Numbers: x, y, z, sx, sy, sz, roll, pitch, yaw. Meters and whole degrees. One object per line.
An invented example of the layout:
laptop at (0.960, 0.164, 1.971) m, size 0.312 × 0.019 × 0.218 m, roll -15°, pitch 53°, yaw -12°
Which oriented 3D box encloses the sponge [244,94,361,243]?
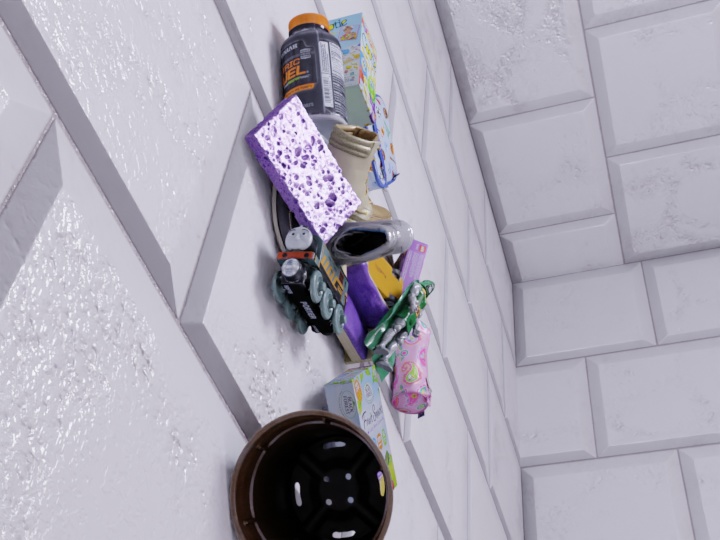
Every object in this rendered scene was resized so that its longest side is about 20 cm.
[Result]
sponge at (-0.084, -0.149, 1.472) m, size 0.112 × 0.030 × 0.201 m, roll -48°, pitch 116°, yaw -37°

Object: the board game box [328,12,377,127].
board game box at (-0.032, -0.369, 1.834) m, size 0.103 × 0.104 × 0.202 m, roll 63°, pitch 24°, yaw -49°

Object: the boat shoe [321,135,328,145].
boat shoe at (-0.069, -0.161, 1.624) m, size 0.200 × 0.073 × 0.066 m, roll 48°, pitch 49°, yaw -45°

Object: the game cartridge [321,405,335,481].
game cartridge at (-0.016, 0.287, 1.603) m, size 0.200 × 0.040 × 0.135 m, roll 44°, pitch 42°, yaw -66°

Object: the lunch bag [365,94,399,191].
lunch bag at (0.018, -0.258, 2.010) m, size 0.160 × 0.075 × 0.203 m, roll -36°, pitch 114°, yaw -71°

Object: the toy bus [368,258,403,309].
toy bus at (0.000, 0.000, 1.685) m, size 0.200 × 0.077 × 0.066 m, roll 46°, pitch 42°, yaw -46°

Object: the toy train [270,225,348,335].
toy train at (-0.072, 0.019, 1.455) m, size 0.200 × 0.084 × 0.115 m, roll 61°, pitch 31°, yaw -56°

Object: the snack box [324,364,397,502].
snack box at (0.003, 0.260, 1.523) m, size 0.142 × 0.052 × 0.203 m, roll -16°, pitch 95°, yaw -76°

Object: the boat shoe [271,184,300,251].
boat shoe at (-0.098, -0.112, 1.503) m, size 0.073 × 0.062 × 0.203 m, roll 43°, pitch 41°, yaw -69°

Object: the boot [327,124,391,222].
boot at (0.001, -0.151, 1.601) m, size 0.199 × 0.157 × 0.073 m, roll 13°, pitch 20°, yaw -42°

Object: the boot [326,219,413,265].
boot at (-0.022, -0.044, 1.511) m, size 0.095 × 0.198 × 0.075 m, roll -5°, pitch 84°, yaw -62°

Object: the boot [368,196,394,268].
boot at (0.016, -0.074, 1.830) m, size 0.146 × 0.069 × 0.203 m, roll -69°, pitch 147°, yaw -72°

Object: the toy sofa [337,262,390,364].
toy sofa at (-0.010, 0.071, 1.647) m, size 0.201 × 0.096 × 0.084 m, roll 63°, pitch 22°, yaw -50°

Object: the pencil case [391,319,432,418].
pencil case at (0.107, 0.199, 2.021) m, size 0.088 × 0.086 × 0.202 m, roll 64°, pitch 21°, yaw -45°

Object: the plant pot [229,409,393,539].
plant pot at (-0.043, 0.283, 1.240) m, size 0.198 × 0.198 × 0.203 m, roll 47°, pitch 35°, yaw -76°

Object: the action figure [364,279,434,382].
action figure at (0.078, 0.084, 1.693) m, size 0.201 × 0.054 × 0.119 m, roll -56°, pitch 149°, yaw -38°

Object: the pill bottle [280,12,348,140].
pill bottle at (-0.079, -0.324, 1.628) m, size 0.106 × 0.105 × 0.203 m, roll 41°, pitch 41°, yaw -67°

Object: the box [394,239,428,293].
box at (0.068, 0.057, 1.826) m, size 0.137 × 0.039 × 0.202 m, roll 122°, pitch -14°, yaw -67°
